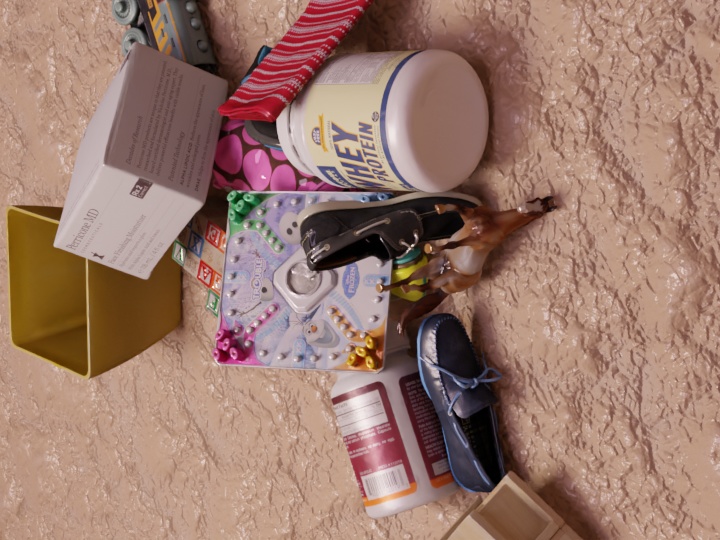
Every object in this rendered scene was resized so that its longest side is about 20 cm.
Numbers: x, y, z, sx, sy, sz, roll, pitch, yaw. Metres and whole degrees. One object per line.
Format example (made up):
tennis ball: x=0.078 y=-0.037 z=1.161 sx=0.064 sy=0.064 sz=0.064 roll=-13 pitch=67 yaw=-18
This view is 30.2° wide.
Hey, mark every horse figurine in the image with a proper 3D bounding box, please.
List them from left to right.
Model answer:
horse figurine: x=0.098 y=-0.014 z=1.384 sx=0.050 sy=0.132 sz=0.200 roll=58 pitch=135 yaw=27

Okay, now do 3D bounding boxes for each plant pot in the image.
plant pot: x=-0.353 y=0.015 z=1.824 sx=0.199 sy=0.176 sz=0.202 roll=15 pitch=109 yaw=43

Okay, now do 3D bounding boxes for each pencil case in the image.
pencil case: x=-0.094 y=-0.107 z=1.594 sx=0.200 sy=0.091 sz=0.094 roll=30 pitch=84 yaw=40

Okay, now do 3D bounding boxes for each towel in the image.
towel: x=-0.067 y=-0.240 z=1.461 sx=0.022 sy=0.200 sz=0.144 roll=44 pitch=167 yaw=-25

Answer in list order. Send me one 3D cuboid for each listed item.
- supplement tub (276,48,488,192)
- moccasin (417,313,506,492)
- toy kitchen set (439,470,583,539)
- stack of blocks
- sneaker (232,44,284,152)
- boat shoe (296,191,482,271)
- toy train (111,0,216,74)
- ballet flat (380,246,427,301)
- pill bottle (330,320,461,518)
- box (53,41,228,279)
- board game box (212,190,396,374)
supplement tub: x=0.021 y=-0.159 z=1.419 sx=0.199 sy=0.144 sz=0.146 roll=6 pitch=103 yaw=45
moccasin: x=0.122 y=0.140 z=1.436 sx=0.068 sy=0.080 sz=0.201 roll=-1 pitch=111 yaw=60
toy kitchen set: x=0.135 y=0.357 z=1.392 sx=0.180 sy=0.163 sz=0.200 roll=43 pitch=142 yaw=11
stack of blocks: x=-0.157 y=0.001 z=1.701 sx=0.200 sy=0.058 sz=0.116 roll=36 pitch=123 yaw=36
sneaker: x=-0.097 y=-0.198 z=1.556 sx=0.082 sy=0.073 sz=0.200 roll=-66 pitch=33 yaw=21
boat shoe: x=0.035 y=-0.037 z=1.406 sx=0.072 sy=0.198 sz=0.068 roll=97 pitch=163 yaw=-56
toy train: x=-0.248 y=-0.303 z=1.719 sx=0.114 sy=0.085 sz=0.201 roll=-21 pitch=84 yaw=37
ballet flat: x=0.000 y=0.000 z=1.540 sx=0.199 sy=0.067 sz=0.067 roll=11 pitch=128 yaw=43
pill bottle: x=0.032 y=0.166 z=1.500 sx=0.114 sy=0.114 sz=0.201 roll=-24 pitch=81 yaw=46
box: x=-0.270 y=-0.132 z=1.643 sx=0.199 sy=0.130 sz=0.201 roll=-45 pitch=31 yaw=49
board game box: x=-0.064 y=0.009 z=1.479 sx=0.199 sy=0.026 sz=0.202 roll=2 pitch=80 yaw=17
